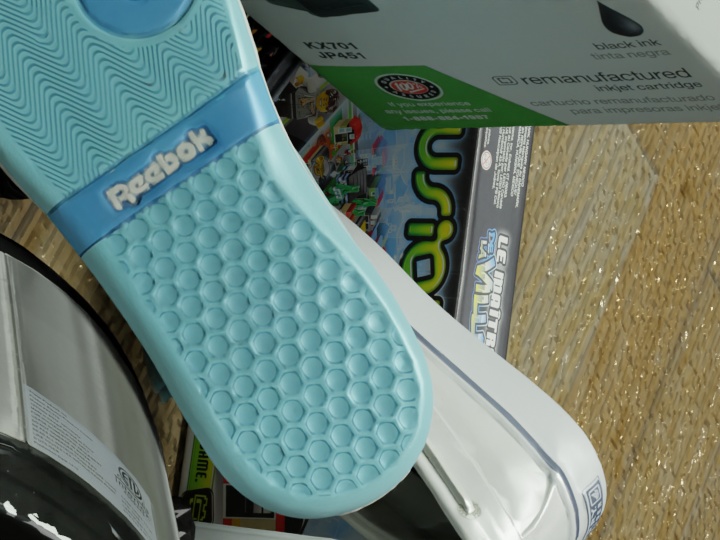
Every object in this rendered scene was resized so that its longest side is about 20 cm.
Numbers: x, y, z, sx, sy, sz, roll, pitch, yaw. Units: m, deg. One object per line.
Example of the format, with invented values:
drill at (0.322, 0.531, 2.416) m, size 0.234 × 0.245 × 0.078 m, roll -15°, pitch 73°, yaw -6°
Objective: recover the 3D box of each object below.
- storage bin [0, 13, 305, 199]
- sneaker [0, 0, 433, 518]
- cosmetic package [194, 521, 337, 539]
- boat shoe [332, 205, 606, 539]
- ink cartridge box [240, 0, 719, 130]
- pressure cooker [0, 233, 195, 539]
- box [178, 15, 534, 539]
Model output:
storage bin at (-0.071, -0.128, 0.856) m, size 0.200 × 0.093 × 0.136 m, roll -55°, pitch 134°, yaw -36°
sneaker at (-0.051, -0.022, 0.762) m, size 0.201 × 0.079 × 0.131 m, roll 63°, pitch -4°, yaw 3°
cosmetic package at (-0.037, 0.178, 0.853) m, size 0.200 × 0.166 × 0.168 m, roll 32°, pitch 67°, yaw -50°
boat shoe at (-0.016, 0.030, 0.868) m, size 0.065 × 0.199 × 0.074 m, roll -34°, pitch 146°, yaw -38°
ink cartridge box at (0.020, -0.119, 0.781) m, size 0.200 × 0.146 × 0.084 m, roll 37°, pitch 62°, yaw -48°
pressure cooker at (-0.127, 0.078, 0.691) m, size 0.200 × 0.177 × 0.177 m, roll -112°, pitch -164°, yaw -65°
box at (0.000, 0.000, 0.947) m, size 0.035 × 0.109 × 0.202 m, roll 18°, pitch 77°, yaw -53°
